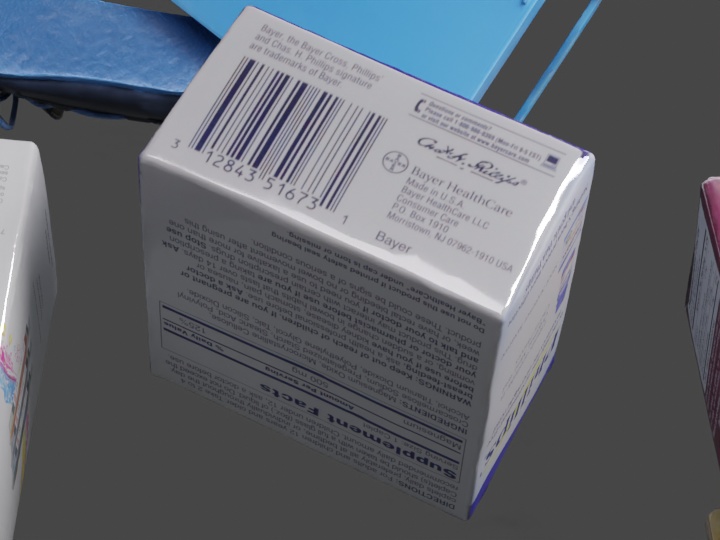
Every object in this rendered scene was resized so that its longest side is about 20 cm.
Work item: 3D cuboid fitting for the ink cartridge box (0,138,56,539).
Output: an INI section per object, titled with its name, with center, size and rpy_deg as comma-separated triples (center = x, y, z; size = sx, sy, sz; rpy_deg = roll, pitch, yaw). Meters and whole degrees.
[ink cartridge box]
center = -0.231, 0.053, 1.181
size = 0.144, 0.145, 0.201
rpy_deg = 6, 59, 0

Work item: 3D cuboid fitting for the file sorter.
[file sorter]
center = 0.011, -0.158, 1.307
size = 0.200, 0.123, 0.139
rpy_deg = 38, 106, 17

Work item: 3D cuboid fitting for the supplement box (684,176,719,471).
[supplement box]
center = 0.237, 0.057, 1.206
size = 0.130, 0.104, 0.201
rpy_deg = -2, 49, -3

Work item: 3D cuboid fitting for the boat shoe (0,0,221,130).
[boat shoe]
center = -0.161, -0.105, 1.325
size = 0.199, 0.069, 0.085
rpy_deg = 18, 62, 4

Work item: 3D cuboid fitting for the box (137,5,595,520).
[box]
center = 0.000, 0.000, 1.191
size = 0.183, 0.201, 0.105
rpy_deg = 24, 60, 12

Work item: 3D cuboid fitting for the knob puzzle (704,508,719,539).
[knob puzzle]
center = 0.280, 0.183, 1.195
size = 0.218, 0.031, 0.221
rpy_deg = 1, 59, -2
